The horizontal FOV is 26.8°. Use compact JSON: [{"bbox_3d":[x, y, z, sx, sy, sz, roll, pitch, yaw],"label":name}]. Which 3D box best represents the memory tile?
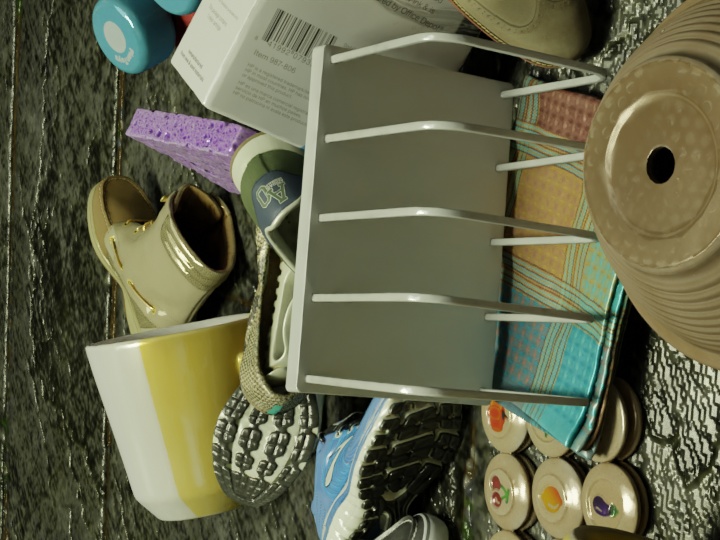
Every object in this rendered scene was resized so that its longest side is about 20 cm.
[{"bbox_3d":[0.121,0.163,0.919,0.153,0.017,0.201,-4,88,59],"label":"memory tile"}]

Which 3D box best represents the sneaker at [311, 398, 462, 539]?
[{"bbox_3d":[0.004,0.125,1.056,0.089,0.078,0.200,58,138,37],"label":"sneaker"}]

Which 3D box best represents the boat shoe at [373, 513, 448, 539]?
[{"bbox_3d":[-0.023,0.237,1.042,0.200,0.066,0.070,-49,21,14],"label":"boat shoe"}]

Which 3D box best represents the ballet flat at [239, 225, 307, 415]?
[{"bbox_3d":[-0.041,0.001,1.047,0.075,0.068,0.201,151,128,-72],"label":"ballet flat"}]

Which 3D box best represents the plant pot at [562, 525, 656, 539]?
[{"bbox_3d":[0.131,0.240,0.752,0.201,0.200,0.189,30,101,55],"label":"plant pot"}]

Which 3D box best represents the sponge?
[{"bbox_3d":[-0.098,-0.086,1.188,0.200,0.111,0.030,19,81,58],"label":"sponge"}]

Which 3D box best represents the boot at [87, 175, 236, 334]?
[{"bbox_3d":[-0.180,-0.037,1.365,0.156,0.073,0.200,-55,48,46],"label":"boot"}]

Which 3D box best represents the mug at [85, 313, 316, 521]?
[{"bbox_3d":[-0.133,0.122,1.232,0.186,0.149,0.154,-7,93,66],"label":"mug"}]

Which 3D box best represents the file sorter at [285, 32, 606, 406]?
[{"bbox_3d":[0.055,-0.025,0.853,0.124,0.138,0.201,-3,82,57],"label":"file sorter"}]

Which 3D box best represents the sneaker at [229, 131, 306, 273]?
[{"bbox_3d":[0.000,0.000,0.944,0.067,0.200,0.090,-44,29,9],"label":"sneaker"}]

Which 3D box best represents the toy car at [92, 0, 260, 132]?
[{"bbox_3d":[-0.053,-0.168,1.101,0.200,0.184,0.177,55,144,-1],"label":"toy car"}]

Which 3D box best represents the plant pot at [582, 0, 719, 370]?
[{"bbox_3d":[0.174,-0.047,0.726,0.201,0.093,0.201,1,92,52],"label":"plant pot"}]

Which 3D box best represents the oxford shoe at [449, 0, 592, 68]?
[{"bbox_3d":[0.070,-0.185,0.839,0.070,0.200,0.075,-41,25,5],"label":"oxford shoe"}]

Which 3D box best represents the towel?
[{"bbox_3d":[0.115,-0.007,0.900,0.147,0.022,0.201,32,113,57],"label":"towel"}]

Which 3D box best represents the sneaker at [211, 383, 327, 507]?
[{"bbox_3d":[-0.047,0.082,1.128,0.077,0.089,0.200,22,92,12],"label":"sneaker"}]

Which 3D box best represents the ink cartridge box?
[{"bbox_3d":[-0.002,-0.174,0.921,0.200,0.144,0.084,-60,32,14],"label":"ink cartridge box"}]
